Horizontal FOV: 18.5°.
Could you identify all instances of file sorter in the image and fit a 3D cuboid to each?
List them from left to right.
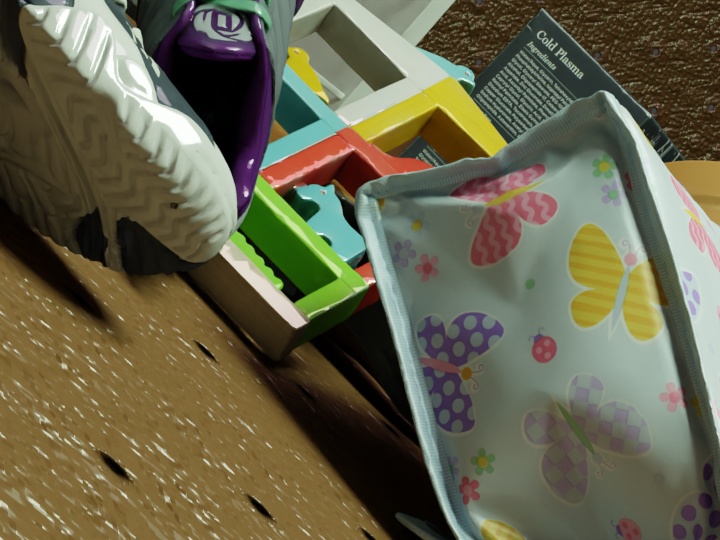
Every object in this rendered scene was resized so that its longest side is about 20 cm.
[{"bbox_3d":[-0.033,-0.195,1.405,0.124,0.200,0.139,37,8,-33],"label":"file sorter"}]

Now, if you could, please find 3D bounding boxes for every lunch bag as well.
[{"bbox_3d":[0.088,0.065,0.784,0.170,0.127,0.201,33,38,-63],"label":"lunch bag"}]

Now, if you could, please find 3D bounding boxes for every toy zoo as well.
[{"bbox_3d":[-0.012,-0.050,0.887,0.131,0.020,0.200,46,41,14],"label":"toy zoo"}]

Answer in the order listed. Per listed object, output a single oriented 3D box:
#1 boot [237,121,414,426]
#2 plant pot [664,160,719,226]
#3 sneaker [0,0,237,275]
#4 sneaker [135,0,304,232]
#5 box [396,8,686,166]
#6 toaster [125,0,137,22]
[{"bbox_3d":[0.000,0.000,0.995,0.188,0.069,0.200,30,7,-11],"label":"boot"},{"bbox_3d":[0.165,0.063,1.094,0.200,0.200,0.140,43,23,-10],"label":"plant pot"},{"bbox_3d":[-0.086,-0.095,0.698,0.199,0.080,0.130,38,49,18],"label":"sneaker"},{"bbox_3d":[-0.043,-0.104,0.762,0.074,0.201,0.088,5,1,-14],"label":"sneaker"},{"bbox_3d":[0.110,-0.057,1.474,0.104,0.182,0.200,45,7,15],"label":"box"},{"bbox_3d":[-0.070,-0.169,0.918,0.200,0.129,0.114,46,11,-53],"label":"toaster"}]
